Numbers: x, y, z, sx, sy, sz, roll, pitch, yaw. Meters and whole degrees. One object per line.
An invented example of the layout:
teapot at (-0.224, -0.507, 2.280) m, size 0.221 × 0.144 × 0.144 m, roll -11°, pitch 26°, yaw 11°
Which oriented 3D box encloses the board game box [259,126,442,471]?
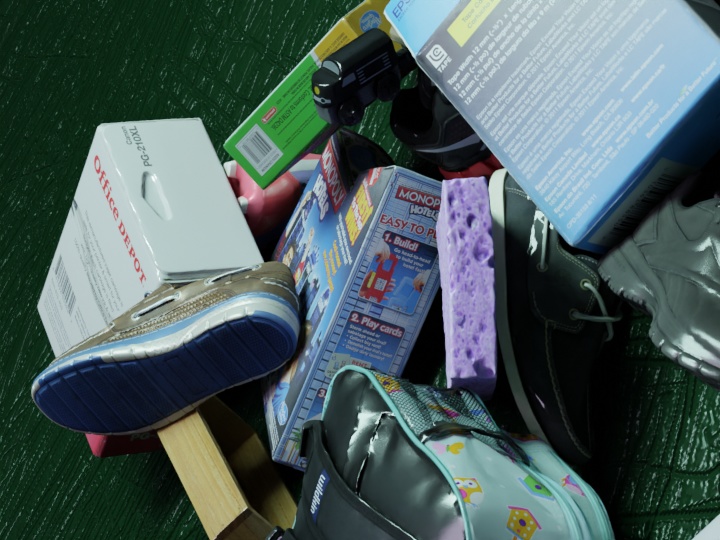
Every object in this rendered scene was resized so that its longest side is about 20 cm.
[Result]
board game box at (0.000, 0.000, 1.860) m, size 0.200 × 0.062 × 0.200 m, roll -62°, pitch 20°, yaw 25°

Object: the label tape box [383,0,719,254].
label tape box at (0.123, -0.128, 1.636) m, size 0.143 × 0.066 × 0.200 m, roll -49°, pitch 59°, yaw 20°

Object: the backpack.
backpack at (0.047, 0.167, 1.535) m, size 0.176 × 0.153 × 0.200 m, roll -68°, pitch 23°, yaw 15°

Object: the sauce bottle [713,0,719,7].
sauce bottle at (0.203, -0.186, 1.661) m, size 0.200 × 0.066 × 0.066 m, roll 23°, pitch 90°, yaw 57°

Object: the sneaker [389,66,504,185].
sneaker at (0.091, -0.121, 1.773) m, size 0.200 × 0.098 × 0.071 m, roll -36°, pitch 40°, yaw 43°

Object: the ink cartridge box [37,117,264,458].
ink cartridge box at (-0.149, 0.012, 2.014) m, size 0.145 × 0.084 × 0.200 m, roll 65°, pitch 148°, yaw 33°

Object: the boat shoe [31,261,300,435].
boat shoe at (-0.123, 0.049, 1.876) m, size 0.200 × 0.072 × 0.072 m, roll -17°, pitch 37°, yaw 23°

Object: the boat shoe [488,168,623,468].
boat shoe at (0.118, 0.020, 1.662) m, size 0.067 × 0.072 × 0.200 m, roll -17°, pitch 58°, yaw 24°

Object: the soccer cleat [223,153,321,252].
soccer cleat at (-0.080, -0.032, 2.055) m, size 0.200 × 0.076 × 0.067 m, roll 130°, pitch 129°, yaw -61°

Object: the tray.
tray at (-0.082, 0.140, 1.879) m, size 0.037 × 0.099 × 0.200 m, roll -42°, pitch 32°, yaw 6°

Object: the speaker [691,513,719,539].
speaker at (0.196, 0.157, 1.417) m, size 0.200 × 0.081 × 0.081 m, roll -47°, pitch 34°, yaw 32°

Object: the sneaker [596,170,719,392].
sneaker at (0.195, 0.008, 1.533) m, size 0.091 × 0.076 × 0.200 m, roll -55°, pitch 32°, yaw 12°

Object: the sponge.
sponge at (0.062, 0.015, 1.665) m, size 0.200 × 0.030 × 0.112 m, roll 78°, pitch -171°, yaw -83°

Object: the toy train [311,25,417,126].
toy train at (0.050, -0.154, 1.722) m, size 0.200 × 0.046 × 0.034 m, roll -35°, pitch 38°, yaw -21°

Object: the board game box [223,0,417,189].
board game box at (0.016, -0.148, 1.852) m, size 0.200 × 0.040 × 0.153 m, roll -41°, pitch -1°, yaw -44°
